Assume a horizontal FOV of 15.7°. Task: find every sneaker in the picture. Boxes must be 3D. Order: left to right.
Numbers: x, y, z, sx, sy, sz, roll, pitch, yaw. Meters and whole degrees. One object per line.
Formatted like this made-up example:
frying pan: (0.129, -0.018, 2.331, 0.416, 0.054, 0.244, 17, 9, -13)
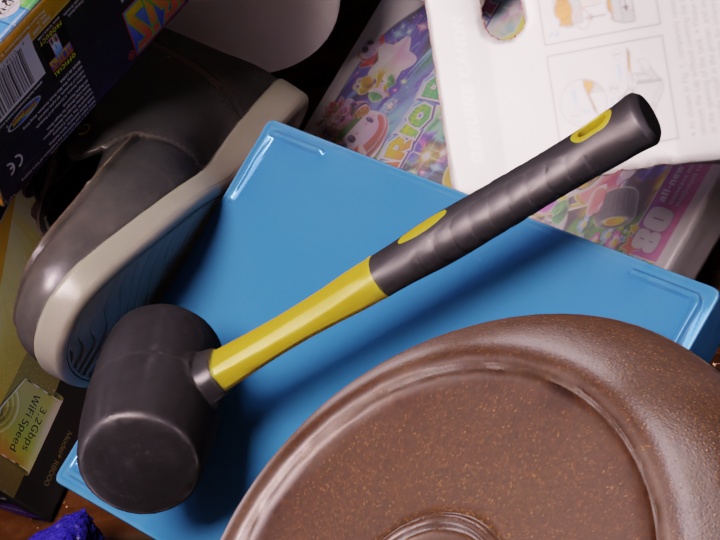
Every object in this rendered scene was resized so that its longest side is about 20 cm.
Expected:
sneaker: (-0.099, -0.033, 0.900, 0.075, 0.106, 0.200, -63, -5, 27)

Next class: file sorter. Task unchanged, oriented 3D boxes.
file sorter: (0.032, 0.063, 0.830, 0.200, 0.123, 0.139, 23, 79, 44)

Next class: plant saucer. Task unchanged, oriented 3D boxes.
plant saucer: (0.024, 0.097, 0.708, 0.199, 0.032, 0.201, -19, 54, 28)

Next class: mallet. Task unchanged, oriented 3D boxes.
mallet: (0.000, 0.000, 0.774, 0.200, 0.041, 0.066, -33, 24, 13)

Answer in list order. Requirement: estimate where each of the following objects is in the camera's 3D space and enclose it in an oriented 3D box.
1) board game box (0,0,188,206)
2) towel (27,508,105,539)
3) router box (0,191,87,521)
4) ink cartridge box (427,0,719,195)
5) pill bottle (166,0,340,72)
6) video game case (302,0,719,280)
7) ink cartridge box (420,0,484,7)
board game box: (-0.131, -0.128, 0.904, 0.165, 0.057, 0.200, 20, 57, 32)
towel: (-0.165, 0.190, 0.957, 0.200, 0.050, 0.148, -33, 48, 17)
router box: (-0.144, -0.027, 1.001, 0.052, 0.157, 0.201, 9, 69, 41)
ink cartridge box: (0.120, -0.111, 0.835, 0.199, 0.047, 0.161, -10, 79, 10)
pill bottle: (-0.040, -0.177, 1.030, 0.111, 0.111, 0.201, -19, 45, 28)
video game case: (0.065, -0.059, 0.950, 0.200, 0.018, 0.144, 22, 79, 47)
ink cartridge box: (0.053, -0.220, 0.941, 0.047, 0.200, 0.161, 13, 49, -2)
